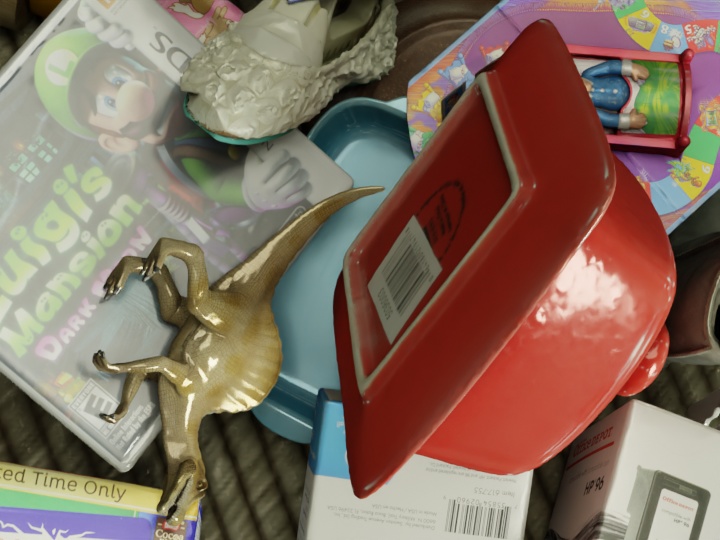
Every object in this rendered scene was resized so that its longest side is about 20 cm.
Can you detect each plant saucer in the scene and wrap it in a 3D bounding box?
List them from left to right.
[{"bbox_3d":[0.064,-0.079,0.960,0.197,0.037,0.203,2,74,-7],"label":"plant saucer"}]

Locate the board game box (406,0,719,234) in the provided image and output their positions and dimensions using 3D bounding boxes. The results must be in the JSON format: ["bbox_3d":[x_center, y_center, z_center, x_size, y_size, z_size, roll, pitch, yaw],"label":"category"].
[{"bbox_3d":[0.126,-0.089,0.868,0.200,0.039,0.158,-41,85,-7],"label":"board game box"}]

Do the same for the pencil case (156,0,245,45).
[{"bbox_3d":[-0.123,-0.069,0.904,0.082,0.086,0.201,31,76,-6],"label":"pencil case"}]

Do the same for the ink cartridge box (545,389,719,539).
[{"bbox_3d":[0.142,0.145,0.860,0.067,0.116,0.202,20,72,-3],"label":"ink cartridge box"}]

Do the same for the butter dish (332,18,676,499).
[{"bbox_3d":[0.088,0.014,0.791,0.147,0.201,0.200,30,113,-21],"label":"butter dish"}]

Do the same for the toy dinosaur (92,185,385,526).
[{"bbox_3d":[-0.076,0.023,0.821,0.101,0.058,0.202,31,83,-26],"label":"toy dinosaur"}]

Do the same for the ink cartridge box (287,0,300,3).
[{"bbox_3d":[-0.012,-0.240,0.855,0.118,0.042,0.202,-14,64,-11],"label":"ink cartridge box"}]

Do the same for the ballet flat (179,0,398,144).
[{"bbox_3d":[-0.032,-0.124,0.856,0.071,0.200,0.073,8,111,21],"label":"ballet flat"}]

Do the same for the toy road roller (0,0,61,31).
[{"bbox_3d":[-0.198,-0.254,0.912,0.121,0.146,0.202,19,73,-2],"label":"toy road roller"}]

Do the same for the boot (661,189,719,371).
[{"bbox_3d":[0.204,-0.011,0.874,0.072,0.200,0.183,33,73,3],"label":"boot"}]

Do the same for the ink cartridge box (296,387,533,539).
[{"bbox_3d":[0.020,0.172,0.853,0.114,0.068,0.203,8,91,-5],"label":"ink cartridge box"}]

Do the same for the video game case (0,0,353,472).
[{"bbox_3d":[-0.129,-0.031,0.840,0.181,0.023,0.201,41,75,-8],"label":"video game case"}]

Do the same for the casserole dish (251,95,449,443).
[{"bbox_3d":[0.000,0.000,0.905,0.120,0.039,0.202,26,91,4],"label":"casserole dish"}]

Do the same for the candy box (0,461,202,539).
[{"bbox_3d":[-0.177,0.204,0.828,0.167,0.077,0.203,9,73,-5],"label":"candy box"}]
